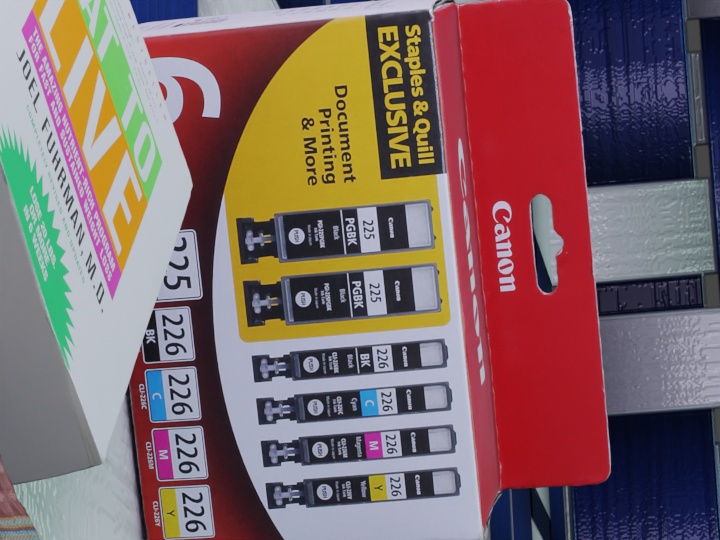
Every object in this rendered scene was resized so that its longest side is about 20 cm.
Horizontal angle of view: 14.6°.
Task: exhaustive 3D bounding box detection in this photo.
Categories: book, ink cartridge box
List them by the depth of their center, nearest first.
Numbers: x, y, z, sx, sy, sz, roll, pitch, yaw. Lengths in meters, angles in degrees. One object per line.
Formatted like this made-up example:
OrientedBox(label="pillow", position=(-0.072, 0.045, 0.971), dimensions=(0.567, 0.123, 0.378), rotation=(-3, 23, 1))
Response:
OrientedBox(label="book", position=(-0.100, -0.042, 0.844), dimensions=(0.200, 0.048, 0.134), rotation=(-84, 161, -65))
OrientedBox(label="ink cartridge box", position=(0.000, 0.000, 1.064), dimensions=(0.084, 0.174, 0.201), rotation=(-47, 131, -78))

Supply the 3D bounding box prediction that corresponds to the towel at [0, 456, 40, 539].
OrientedBox(label="towel", position=(-0.114, 0.045, 0.652), dimensions=(0.147, 0.022, 0.200), rotation=(65, 7, 8))
